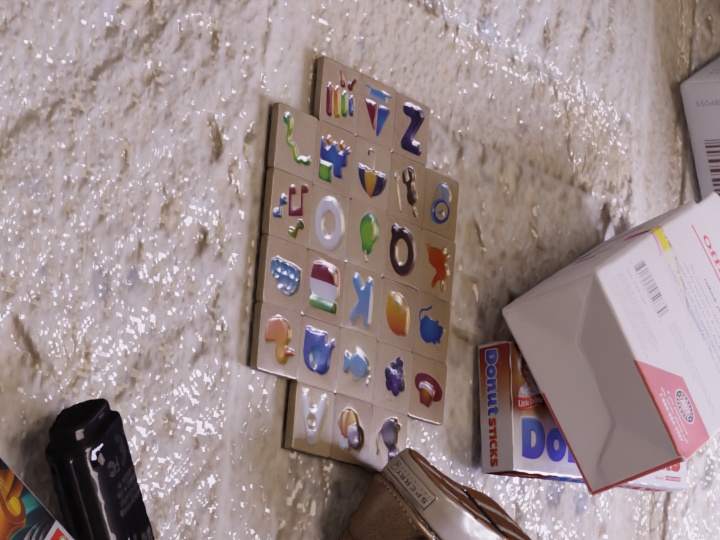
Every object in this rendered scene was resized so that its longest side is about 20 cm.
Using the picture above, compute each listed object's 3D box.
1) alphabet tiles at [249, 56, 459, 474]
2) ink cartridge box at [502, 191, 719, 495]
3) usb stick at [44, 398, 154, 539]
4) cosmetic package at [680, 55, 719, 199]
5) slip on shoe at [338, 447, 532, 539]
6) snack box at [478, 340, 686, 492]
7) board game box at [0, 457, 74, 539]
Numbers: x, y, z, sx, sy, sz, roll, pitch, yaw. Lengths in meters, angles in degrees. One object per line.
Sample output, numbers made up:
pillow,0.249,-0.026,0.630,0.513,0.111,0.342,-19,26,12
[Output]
alphabet tiles,0.000,0.000,1.353,0.166,0.006,0.201,20,71,-53
ink cartridge box,0.169,0.036,1.504,0.200,0.067,0.117,-28,93,-58
usb stick,-0.100,0.157,1.167,0.055,0.032,0.201,-55,133,-69
cosmetic package,0.330,-0.078,1.694,0.200,0.164,0.166,-36,117,-51
slip on shoe,0.056,0.155,1.378,0.061,0.076,0.200,-47,147,4
snack box,0.129,0.086,1.512,0.200,0.024,0.072,11,75,-54
board game box,-0.197,0.142,1.017,0.126,0.035,0.200,52,47,-25
